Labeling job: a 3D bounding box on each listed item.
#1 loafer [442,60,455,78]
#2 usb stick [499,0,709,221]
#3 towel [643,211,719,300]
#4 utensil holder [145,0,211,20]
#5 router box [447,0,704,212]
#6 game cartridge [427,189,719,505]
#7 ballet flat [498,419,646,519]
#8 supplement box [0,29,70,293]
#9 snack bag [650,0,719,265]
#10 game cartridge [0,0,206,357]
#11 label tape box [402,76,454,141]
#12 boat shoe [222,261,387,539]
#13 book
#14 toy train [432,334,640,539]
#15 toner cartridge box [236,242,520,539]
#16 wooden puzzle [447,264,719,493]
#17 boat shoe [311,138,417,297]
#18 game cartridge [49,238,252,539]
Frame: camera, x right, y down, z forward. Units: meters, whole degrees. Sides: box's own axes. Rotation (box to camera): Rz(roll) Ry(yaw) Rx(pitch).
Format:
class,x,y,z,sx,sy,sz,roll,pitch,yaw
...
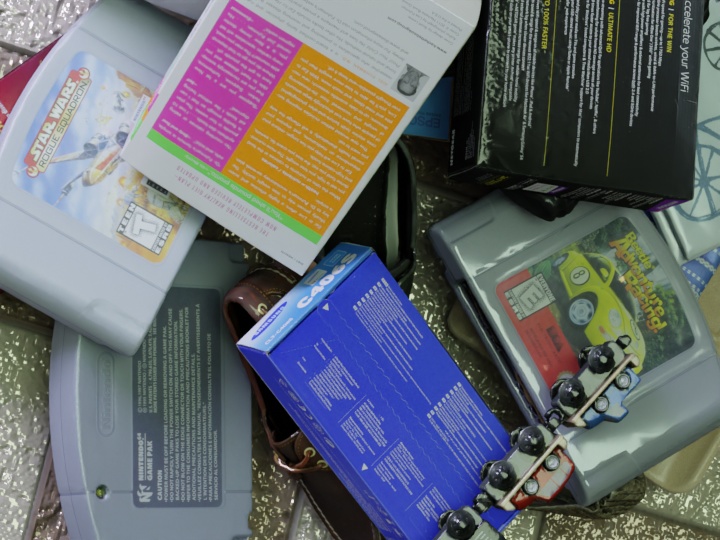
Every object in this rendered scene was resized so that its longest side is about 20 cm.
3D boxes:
class,x,y,z,sx,sy,sz,roll,pitch,yaw
loafer,0.101,-0.187,1.668,0.200,0.070,0.068,-31,85,-17
usb stick,0.156,-0.115,1.673,0.055,0.033,0.200,32,65,9
towel,0.169,-0.029,1.725,0.144,0.024,0.200,36,74,-5
utensil holder,-0.070,-0.224,1.574,0.199,0.170,0.171,19,77,-2
router box,0.134,-0.146,1.609,0.148,0.051,0.201,8,80,-21
game cartridge,0.145,0.031,1.671,0.133,0.041,0.201,-29,87,-23
ballet flat,0.088,0.128,1.693,0.199,0.046,0.068,10,104,-8
supplement box,-0.200,-0.068,1.626,0.200,0.061,0.109,-38,96,-18
snack bag,0.241,-0.129,1.745,0.188,0.021,0.201,-27,91,-19
game cartridge,-0.151,-0.065,1.588,0.133,0.041,0.201,31,71,-16
label tape box,-0.010,-0.186,1.704,0.143,0.063,0.201,7,83,-18
boat shoe,-0.033,0.093,1.643,0.070,0.070,0.201,-33,104,-48
book,-0.038,-0.108,1.518,0.133,0.200,0.048,30,35,-10
toy train,0.105,0.120,1.601,0.046,0.034,0.200,42,79,-5
toner cartridge box,0.020,0.089,1.606,0.095,0.043,0.200,-44,114,-19
wooden puzzle,0.178,0.022,1.757,0.200,0.046,0.186,35,73,-7
boat shoe,-0.003,0.000,1.658,0.073,0.063,0.203,-4,108,-18
game cartridge,-0.128,0.079,1.626,0.133,0.041,0.201,5,82,-41
